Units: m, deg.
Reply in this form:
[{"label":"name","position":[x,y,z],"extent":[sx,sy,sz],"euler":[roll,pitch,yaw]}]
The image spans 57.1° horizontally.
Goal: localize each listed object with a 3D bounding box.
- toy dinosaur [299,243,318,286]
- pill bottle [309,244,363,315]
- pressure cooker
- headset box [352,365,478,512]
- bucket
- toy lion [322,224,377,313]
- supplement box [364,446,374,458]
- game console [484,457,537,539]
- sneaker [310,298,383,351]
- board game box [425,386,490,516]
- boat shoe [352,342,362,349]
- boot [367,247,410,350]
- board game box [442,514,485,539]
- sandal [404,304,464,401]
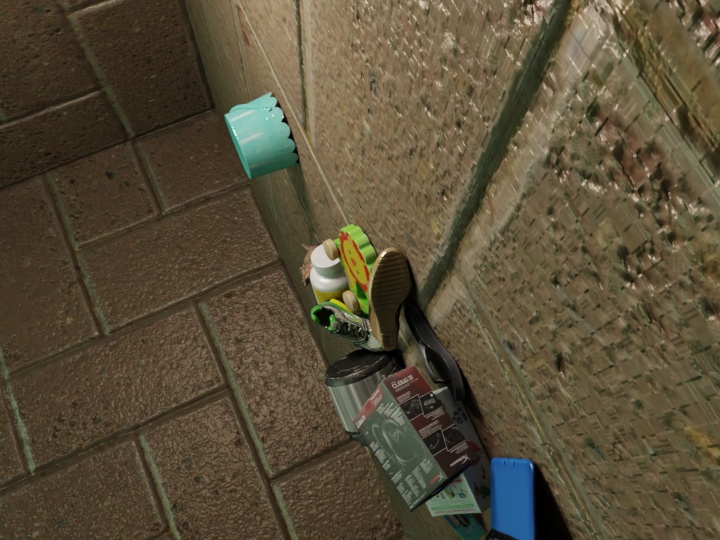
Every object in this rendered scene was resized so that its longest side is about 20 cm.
[{"label":"toy dinosaur","position":[-0.135,-0.024,1.955],"extent":[0.136,0.085,0.202],"euler":[98,165,-52]},{"label":"pill bottle","position":[-0.058,0.035,1.579],"extent":[0.112,0.111,0.201],"euler":[-124,15,-45]},{"label":"pressure cooker","position":[0.027,0.290,1.499],"extent":[0.202,0.174,0.178],"euler":[69,163,-9]},{"label":"headset box","position":[0.078,0.268,1.086],"extent":[0.201,0.077,0.149],"euler":[55,141,23]},{"label":"bucket","position":[-0.261,-0.347,1.728],"extent":[0.207,0.134,0.209],"euler":[157,90,-80]},{"label":"toy lion","position":[0.000,0.000,1.374],"extent":[0.191,0.068,0.202],"euler":[22,134,65]},{"label":"supplement box","position":[0.026,0.562,2.385],"extent":[0.126,0.073,0.201],"euler":[-124,15,-49]},{"label":"game console","position":[0.256,0.366,0.941],"extent":[0.170,0.119,0.200],"euler":[34,166,4]},{"label":"sneaker","position":[-0.026,0.130,1.469],"extent":[0.198,0.085,0.079],"euler":[21,108,25]},{"label":"board game box","position":[0.141,0.314,1.142],"extent":[0.147,0.064,0.202],"euler":[-35,77,55]},{"label":"boat shoe","position":[0.014,0.154,1.573],"extent":[0.072,0.067,0.200],"euler":[66,167,6]},{"label":"boot","position":[0.039,0.024,1.179],"extent":[0.167,0.071,0.202],"euler":[-103,13,-62]},{"label":"board game box","position":[0.164,0.450,1.358],"extent":[0.201,0.047,0.151],"euler":[54,178,-32]},{"label":"sandal","position":[0.116,0.144,1.106],"extent":[0.201,0.042,0.077],"euler":[-123,14,-44]}]
